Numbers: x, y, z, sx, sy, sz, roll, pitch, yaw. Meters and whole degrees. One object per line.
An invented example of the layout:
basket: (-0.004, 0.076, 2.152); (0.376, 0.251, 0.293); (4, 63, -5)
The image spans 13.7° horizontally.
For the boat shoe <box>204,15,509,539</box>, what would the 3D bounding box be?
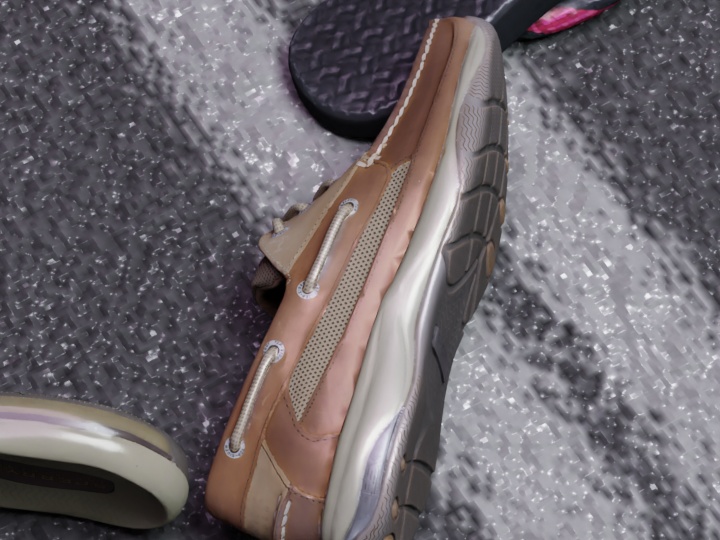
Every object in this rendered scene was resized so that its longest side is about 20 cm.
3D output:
boat shoe: (0.000, 0.000, 0.961); (0.071, 0.076, 0.201); (10, 59, 14)

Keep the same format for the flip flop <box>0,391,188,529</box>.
flip flop: (-0.153, 0.067, 0.926); (0.199, 0.081, 0.058); (7, 72, -1)

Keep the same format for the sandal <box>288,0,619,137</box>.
sandal: (0.062, -0.113, 1.058); (0.200, 0.045, 0.075); (-37, 57, -5)
